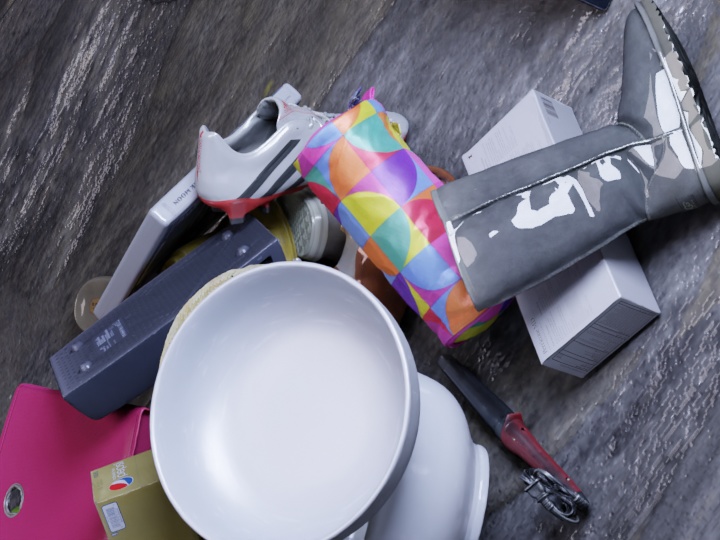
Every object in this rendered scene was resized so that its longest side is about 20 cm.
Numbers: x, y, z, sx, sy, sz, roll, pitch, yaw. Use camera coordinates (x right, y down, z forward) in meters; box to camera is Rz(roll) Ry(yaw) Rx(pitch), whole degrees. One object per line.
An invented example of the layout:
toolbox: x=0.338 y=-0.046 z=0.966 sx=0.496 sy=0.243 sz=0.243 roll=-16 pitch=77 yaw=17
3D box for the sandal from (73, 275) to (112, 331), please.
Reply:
sandal: x=-0.222 y=0.032 z=1.901 sx=0.200 sy=0.054 sz=0.081 roll=0 pitch=77 yaw=51

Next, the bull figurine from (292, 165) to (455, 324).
bull figurine: x=0.000 y=0.000 z=1.599 sx=0.201 sy=0.121 sz=0.065 roll=-64 pitch=17 yaw=2

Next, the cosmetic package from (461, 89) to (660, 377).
cosmetic package: x=0.143 y=-0.028 z=1.470 sx=0.083 sy=0.051 sz=0.201 roll=-41 pitch=48 yaw=29

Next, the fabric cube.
fabric cube: x=-0.175 y=0.214 z=1.655 sx=0.199 sy=0.200 sz=0.197 roll=5 pitch=79 yaw=52

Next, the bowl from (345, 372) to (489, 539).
bowl: x=0.038 y=0.165 z=1.468 sx=0.201 sy=0.090 sz=0.202 roll=-168 pitch=90 yaw=-83

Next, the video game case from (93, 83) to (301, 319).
video game case: x=-0.139 y=-0.053 z=1.717 sx=0.182 sy=0.023 sz=0.200 roll=-47 pitch=-3 yaw=-33

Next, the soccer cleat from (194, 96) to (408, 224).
soccer cleat: x=-0.045 y=-0.104 z=1.623 sx=0.069 sy=0.199 sz=0.086 roll=31 pitch=135 yaw=49

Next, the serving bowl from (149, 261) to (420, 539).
serving bowl: x=-0.042 y=0.098 z=1.377 sx=0.199 sy=0.066 sz=0.201 roll=-8 pitch=71 yaw=26

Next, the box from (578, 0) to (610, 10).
box: x=0.125 y=-0.307 z=1.555 sx=0.200 sy=0.107 sz=0.149 roll=37 pitch=106 yaw=50

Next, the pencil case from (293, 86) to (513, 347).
pencil case: x=0.038 y=-0.040 z=1.513 sx=0.088 sy=0.088 sz=0.200 roll=-42 pitch=81 yaw=33

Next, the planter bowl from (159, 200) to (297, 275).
planter bowl: x=-0.123 y=0.036 z=1.703 sx=0.200 sy=0.083 sz=0.201 roll=-177 pitch=90 yaw=-68

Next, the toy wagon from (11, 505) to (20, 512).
toy wagon: x=-0.269 y=0.305 z=1.777 sx=0.039 sy=0.155 sz=0.201 roll=-10 pitch=53 yaw=9

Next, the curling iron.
curling iron: x=0.107 y=0.115 z=1.468 sx=0.026 sy=0.050 sz=0.200 roll=-49 pitch=39 yaw=10

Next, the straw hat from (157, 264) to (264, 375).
straw hat: x=-0.048 y=0.091 z=1.480 sx=0.085 sy=0.201 sz=0.202 roll=6 pitch=81 yaw=43

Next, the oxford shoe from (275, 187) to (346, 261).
oxford shoe: x=-0.044 y=-0.053 z=1.715 sx=0.200 sy=0.058 sz=0.076 roll=-135 pitch=50 yaw=-65

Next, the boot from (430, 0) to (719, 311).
boot: x=0.145 y=-0.082 z=1.415 sx=0.199 sy=0.073 sz=0.182 roll=-24 pitch=55 yaw=18

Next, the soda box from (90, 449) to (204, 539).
soda box: x=-0.136 y=0.236 z=1.505 sx=0.068 sy=0.064 sz=0.201 roll=-124 pitch=16 yaw=-72

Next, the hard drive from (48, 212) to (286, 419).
hard drive: x=-0.147 y=0.036 z=1.576 sx=0.200 sy=0.042 sz=0.135 roll=-37 pitch=17 yaw=-5
